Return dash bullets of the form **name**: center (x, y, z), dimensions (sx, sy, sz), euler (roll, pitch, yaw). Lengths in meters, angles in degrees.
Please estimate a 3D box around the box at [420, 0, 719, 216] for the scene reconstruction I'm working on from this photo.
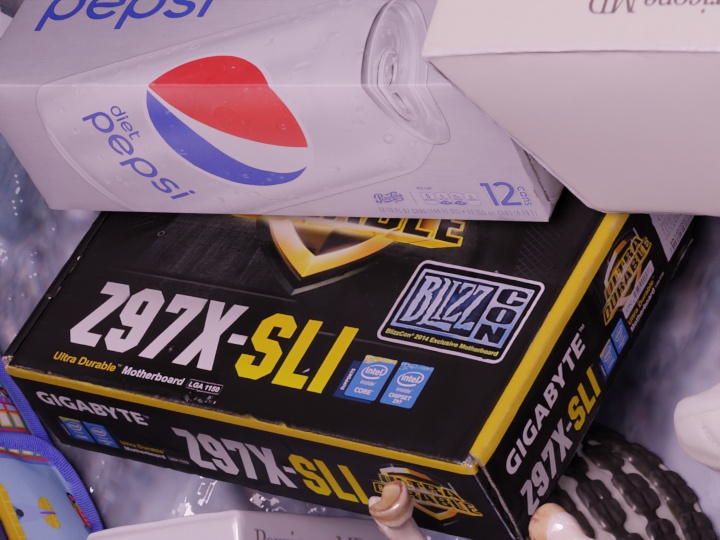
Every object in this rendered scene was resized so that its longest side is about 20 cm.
- **box**: center (0.120, -0.126, 0.820), dimensions (0.128, 0.109, 0.200), euler (2, 67, 39)

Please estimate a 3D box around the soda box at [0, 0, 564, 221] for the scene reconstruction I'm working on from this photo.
- **soda box**: center (-0.024, -0.062, 0.912), dimensions (0.200, 0.063, 0.068), euler (3, 50, 31)

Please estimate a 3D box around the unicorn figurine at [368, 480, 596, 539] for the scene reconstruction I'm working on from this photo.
- **unicorn figurine**: center (0.067, 0.129, 0.806), dimensions (0.074, 0.137, 0.200), euler (-44, 22, -3)

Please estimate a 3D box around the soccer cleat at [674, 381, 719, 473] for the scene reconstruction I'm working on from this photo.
- **soccer cleat**: center (0.186, 0.069, 0.829), dimensions (0.200, 0.069, 0.078), euler (4, 86, 27)

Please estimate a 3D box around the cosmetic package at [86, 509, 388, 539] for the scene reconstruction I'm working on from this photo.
- **cosmetic package**: center (-0.030, 0.185, 0.951), dimensions (0.074, 0.102, 0.200), euler (-13, 77, 33)

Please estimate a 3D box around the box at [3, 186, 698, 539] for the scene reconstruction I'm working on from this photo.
- **box**: center (0.000, 0.000, 0.934), dimensions (0.200, 0.049, 0.160), euler (10, 57, 36)

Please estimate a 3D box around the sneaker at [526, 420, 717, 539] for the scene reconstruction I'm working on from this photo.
- **sneaker**: center (0.081, 0.135, 0.903), dimensions (0.089, 0.077, 0.200), euler (-47, 56, 33)

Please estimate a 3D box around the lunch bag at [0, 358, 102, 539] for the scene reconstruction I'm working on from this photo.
- **lunch bag**: center (-0.177, 0.093, 1.029), dimensions (0.200, 0.150, 0.094), euler (48, 111, 31)
